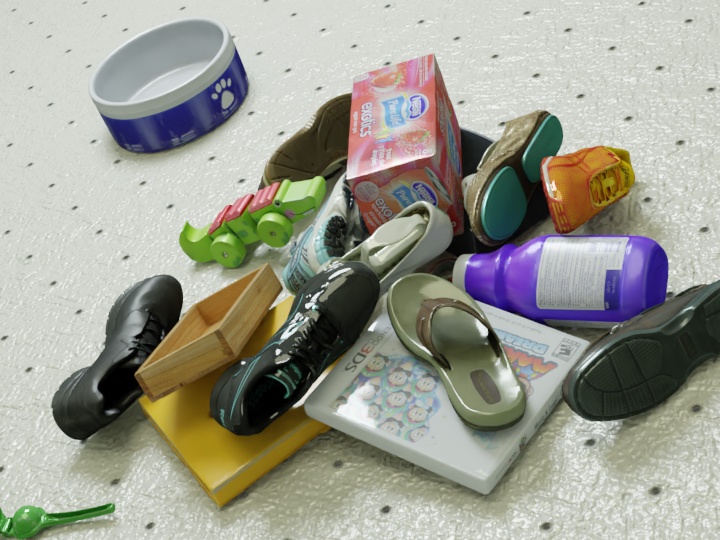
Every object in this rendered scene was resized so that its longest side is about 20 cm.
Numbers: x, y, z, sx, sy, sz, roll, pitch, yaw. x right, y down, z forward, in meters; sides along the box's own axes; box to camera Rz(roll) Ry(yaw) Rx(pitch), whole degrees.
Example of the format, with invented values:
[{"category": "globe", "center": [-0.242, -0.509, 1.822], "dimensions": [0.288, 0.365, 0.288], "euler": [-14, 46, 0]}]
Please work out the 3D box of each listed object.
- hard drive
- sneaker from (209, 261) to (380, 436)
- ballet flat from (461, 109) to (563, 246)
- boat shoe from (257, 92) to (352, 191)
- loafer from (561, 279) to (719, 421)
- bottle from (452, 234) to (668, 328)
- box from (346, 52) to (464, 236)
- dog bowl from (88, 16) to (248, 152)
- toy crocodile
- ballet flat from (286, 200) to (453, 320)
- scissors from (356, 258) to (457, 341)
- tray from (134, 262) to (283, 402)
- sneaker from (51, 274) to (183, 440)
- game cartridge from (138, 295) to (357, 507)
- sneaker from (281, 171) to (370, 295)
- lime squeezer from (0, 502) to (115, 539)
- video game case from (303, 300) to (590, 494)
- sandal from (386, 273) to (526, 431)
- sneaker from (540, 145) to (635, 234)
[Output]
[{"category": "hard drive", "center": [0.109, -0.088, 1.577], "dimensions": [0.134, 0.043, 0.200], "euler": [-34, 37, -14]}, {"category": "sneaker", "center": [-0.050, 0.077, 1.352], "dimensions": [0.200, 0.075, 0.079], "euler": [-48, 18, -4]}, {"category": "ballet flat", "center": [0.139, -0.088, 1.478], "dimensions": [0.065, 0.071, 0.200], "euler": [-4, 32, 36]}, {"category": "boat shoe", "center": [-0.049, -0.140, 1.711], "dimensions": [0.200, 0.073, 0.065], "euler": [-36, 2, -37]}, {"category": "loafer", "center": [0.252, 0.068, 1.291], "dimensions": [0.199, 0.072, 0.063], "euler": [-28, 15, -18]}, {"category": "bottle", "center": [0.182, 0.010, 1.384], "dimensions": [0.198, 0.065, 0.084], "euler": [0, 69, 32]}, {"category": "box", "center": [0.048, -0.121, 1.532], "dimensions": [0.094, 0.103, 0.201], "euler": [-14, 35, 13]}, {"category": "dog bowl", "center": [-0.249, -0.244, 1.950], "dimensions": [0.198, 0.079, 0.201], "euler": [-16, 37, 12]}, {"category": "toy crocodile", "center": [-0.116, -0.057, 1.626], "dimensions": [0.199, 0.062, 0.068], "euler": [-22, 30, 40]}, {"category": "ballet flat", "center": [0.000, 0.000, 1.420], "dimensions": [0.199, 0.070, 0.069], "euler": [-38, 37, -4]}, {"category": "scissors", "center": [0.042, 0.050, 1.464], "dimensions": [0.199, 0.014, 0.073], "euler": [-37, 38, -19]}, {"category": "tray", "center": [-0.144, 0.059, 1.463], "dimensions": [0.098, 0.037, 0.200], "euler": [-28, 12, 17]}, {"category": "sneaker", "center": [-0.226, 0.085, 1.504], "dimensions": [0.090, 0.076, 0.201], "euler": [-16, 39, 48]}, {"category": "game cartridge", "center": [-0.095, 0.118, 1.435], "dimensions": [0.199, 0.033, 0.176], "euler": [-33, 38, -14]}, {"category": "sneaker", "center": [-0.032, -0.039, 1.555], "dimensions": [0.086, 0.078, 0.200], "euler": [-31, 12, 27]}, {"category": "lime squeezer", "center": [-0.330, 0.222, 1.415], "dimensions": [0.198, 0.071, 0.038], "euler": [13, 23, 0]}, {"category": "video game case", "center": [0.079, 0.098, 1.343], "dimensions": [0.199, 0.024, 0.182], "euler": [20, 51, 32]}, {"category": "sandal", "center": [0.088, 0.060, 1.321], "dimensions": [0.079, 0.058, 0.201], "euler": [-24, 42, -12]}, {"category": "sneaker", "center": [0.221, -0.088, 1.442], "dimensions": [0.076, 0.074, 0.200], "euler": [-11, 15, 24]}]
